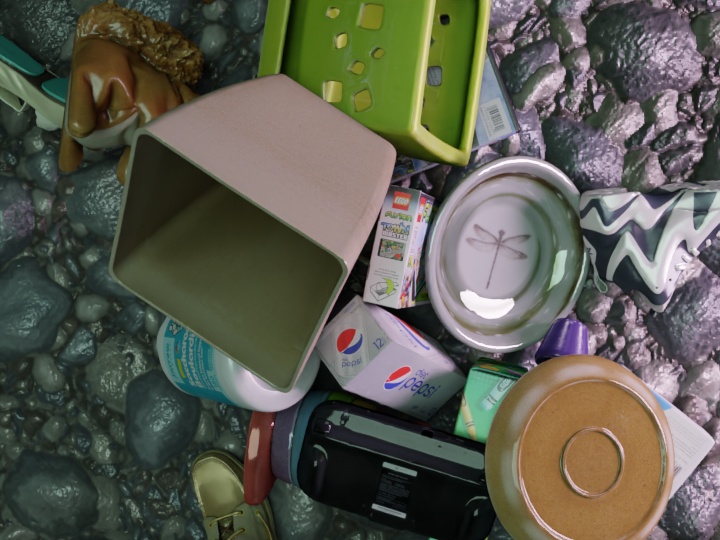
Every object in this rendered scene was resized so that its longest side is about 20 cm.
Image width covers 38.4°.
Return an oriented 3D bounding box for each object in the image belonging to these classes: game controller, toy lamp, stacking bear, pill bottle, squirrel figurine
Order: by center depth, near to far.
[{"bbox_3d":[0.037,0.196,0.994,0.198,0.042,0.105,16,108,8],"label":"game controller"},{"bbox_3d":[0.186,0.144,1.028,0.058,0.058,0.201,17,70,10],"label":"toy lamp"},{"bbox_3d":[-0.135,0.079,1.054,0.199,0.110,0.112,0,90,54],"label":"pill bottle"},{"bbox_3d":[-0.009,0.185,1.068,0.198,0.122,0.115,7,114,11],"label":"stacking bear"},{"bbox_3d":[-0.213,-0.188,1.096,0.185,0.142,0.202,7,69,-19],"label":"squirrel figurine"}]

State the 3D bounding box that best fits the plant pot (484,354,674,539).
[{"bbox_3d":[0.214,0.179,0.971,0.198,0.027,0.202,2,84,-16],"label":"plant pot"}]

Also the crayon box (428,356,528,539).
[{"bbox_3d":[0.120,0.195,1.056,0.058,0.119,0.202,14,93,10],"label":"crayon box"}]

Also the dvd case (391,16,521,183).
[{"bbox_3d":[0.056,-0.180,1.117,0.199,0.018,0.144,-21,85,11],"label":"dvd case"}]

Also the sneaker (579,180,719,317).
[{"bbox_3d":[0.322,-0.020,1.040,0.197,0.080,0.131,-4,101,0],"label":"sneaker"}]

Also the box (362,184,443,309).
[{"bbox_3d":[0.050,-0.021,1.026,0.034,0.200,0.111,12,93,13],"label":"box"}]

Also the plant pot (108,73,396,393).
[{"bbox_3d":[-0.079,-0.053,0.912,0.199,0.177,0.200,33,140,5],"label":"plant pot"}]

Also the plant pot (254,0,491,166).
[{"bbox_3d":[0.012,-0.219,1.020,0.180,0.200,0.201,8,89,20],"label":"plant pot"}]

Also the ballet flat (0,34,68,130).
[{"bbox_3d":[-0.366,-0.201,1.183,0.199,0.069,0.070,34,96,11],"label":"ballet flat"}]

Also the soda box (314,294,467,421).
[{"bbox_3d":[0.034,0.091,1.029,0.068,0.200,0.064,-44,59,9],"label":"soda box"}]

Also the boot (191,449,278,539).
[{"bbox_3d":[-0.140,0.293,1.088,0.072,0.155,0.201,-24,86,10],"label":"boot"}]

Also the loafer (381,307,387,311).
[{"bbox_3d":[-0.060,0.045,1.116,0.199,0.067,0.077,17,94,11],"label":"loafer"}]

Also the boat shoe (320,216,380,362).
[{"bbox_3d":[0.000,0.000,1.070,0.072,0.065,0.201,24,69,-7],"label":"boat shoe"}]

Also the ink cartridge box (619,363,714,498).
[{"bbox_3d":[0.249,0.210,1.056,0.116,0.068,0.200,39,97,8],"label":"ink cartridge box"}]

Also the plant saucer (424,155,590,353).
[{"bbox_3d":[0.144,-0.018,1.056,0.199,0.050,0.202,-5,103,-25],"label":"plant saucer"}]

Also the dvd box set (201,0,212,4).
[{"bbox_3d":[-0.130,-0.413,1.145,0.199,0.029,0.147,-33,84,10],"label":"dvd box set"}]
